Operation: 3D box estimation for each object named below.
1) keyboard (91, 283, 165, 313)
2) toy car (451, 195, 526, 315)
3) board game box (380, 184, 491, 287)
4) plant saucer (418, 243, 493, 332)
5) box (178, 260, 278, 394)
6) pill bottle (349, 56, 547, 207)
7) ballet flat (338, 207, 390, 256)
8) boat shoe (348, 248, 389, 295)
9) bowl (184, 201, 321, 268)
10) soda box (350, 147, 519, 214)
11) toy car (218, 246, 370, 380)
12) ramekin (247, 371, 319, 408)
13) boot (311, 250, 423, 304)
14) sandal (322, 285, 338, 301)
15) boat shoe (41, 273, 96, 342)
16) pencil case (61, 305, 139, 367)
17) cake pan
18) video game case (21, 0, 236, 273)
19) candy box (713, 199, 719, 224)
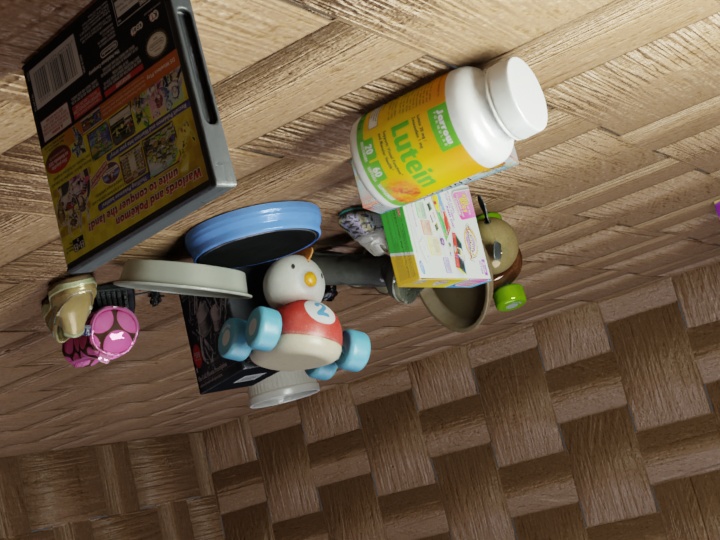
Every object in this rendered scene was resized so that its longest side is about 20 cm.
[{"bbox_3d":[-0.380,0.047,1.810,0.126,0.021,0.200,-12,169,-13],"label":"keyboard"},{"bbox_3d":[0.196,-0.033,1.821,0.156,0.166,0.200,-14,159,-4],"label":"toy car"},{"bbox_3d":[0.106,-0.053,1.592,0.040,0.154,0.199,-20,167,34],"label":"board game box"},{"bbox_3d":[0.148,0.000,1.789,0.029,0.202,0.200,-17,172,-31],"label":"plant saucer"},{"bbox_3d":[-0.203,0.088,1.815,0.103,0.184,0.200,-6,166,-31],"label":"box"},{"bbox_3d":[0.096,-0.152,1.201,0.199,0.112,0.111,-22,167,33],"label":"pill bottle"},{"bbox_3d":[0.037,-0.055,1.713,0.072,0.073,0.200,-20,167,29],"label":"ballet flat"},{"bbox_3d":[0.028,-0.009,1.929,0.074,0.076,0.202,-17,-166,-28],"label":"boat shoe"},{"bbox_3d":[-0.151,-0.047,1.590,0.199,0.040,0.201,-14,168,-3],"label":"bowl"},{"bbox_3d":[0.091,-0.135,1.388,0.199,0.069,0.063,-18,169,22],"label":"soda box"},{"bbox_3d":[-0.093,0.043,1.662,0.183,0.202,0.176,15,160,-29],"label":"toy car"},{"bbox_3d":[-0.217,0.299,3.024,0.198,0.106,0.200,-14,169,-3],"label":"ramekin"},{"bbox_3d":[-0.001,0.002,1.768,0.198,0.073,0.182,10,-174,15],"label":"boot"},{"bbox_3d":[-0.082,0.043,2.090,0.075,0.048,0.200,-5,166,-40],"label":"sandal"},{"bbox_3d":[-0.433,0.063,1.674,0.071,0.077,0.200,-9,167,-23],"label":"boat shoe"},{"bbox_3d":[-0.431,0.113,1.817,0.090,0.095,0.200,15,164,-23],"label":"pencil case"},{"bbox_3d":[-0.253,0.013,1.596,0.198,0.037,0.200,5,175,0],"label":"cake pan"},{"bbox_3d":[-0.183,-0.114,0.852,0.199,0.182,0.025,-24,167,41],"label":"video game case"},{"bbox_3d":[0.810,-0.068,2.279,0.056,0.202,0.116,-1,164,-38],"label":"candy box"}]
